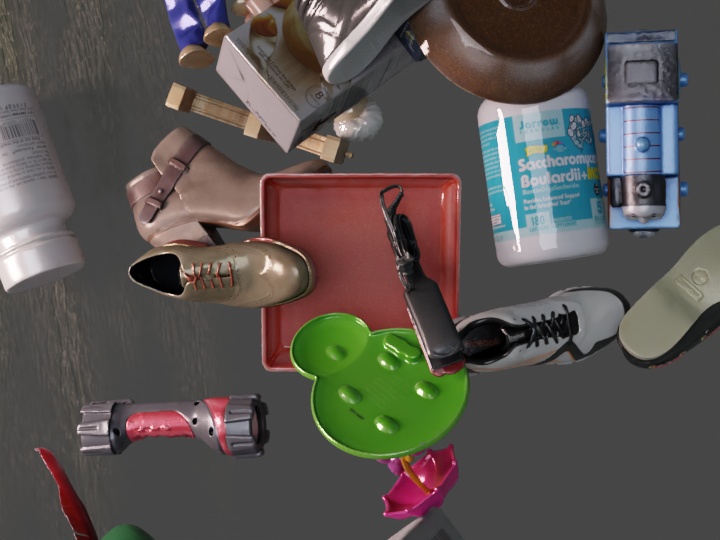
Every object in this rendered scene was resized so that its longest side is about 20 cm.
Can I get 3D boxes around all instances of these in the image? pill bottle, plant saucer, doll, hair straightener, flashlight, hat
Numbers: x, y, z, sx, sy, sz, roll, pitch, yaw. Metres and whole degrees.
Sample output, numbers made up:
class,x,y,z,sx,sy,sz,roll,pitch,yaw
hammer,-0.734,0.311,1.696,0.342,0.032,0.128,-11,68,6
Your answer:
class,x,y,z,sx,sy,sz,roll,pitch,yaw
pill bottle,-0.367,-0.085,1.474,0.114,0.114,0.201,-22,85,12
plant saucer,0.000,0.000,1.396,0.198,0.037,0.202,0,101,0
doll,-0.180,-0.316,1.448,0.136,0.048,0.201,-33,67,31
hair straightener,0.054,-0.004,1.300,0.041,0.077,0.201,-14,60,0
flashlight,-0.198,0.168,1.461,0.198,0.068,0.069,-6,92,12
plant saucer,0.141,-0.254,1.296,0.199,0.037,0.202,3,73,-11
hat,-0.245,0.298,1.498,0.165,0.177,0.201,-18,124,11
pill bottle,0.173,-0.109,1.347,0.110,0.111,0.202,-9,89,13

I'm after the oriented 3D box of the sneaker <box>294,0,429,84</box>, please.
class,x,y,z,sx,sy,sz,roll,pitch,yaw
sneaker,0.012,-0.271,1.259,0.200,0.071,0.099,-43,71,28

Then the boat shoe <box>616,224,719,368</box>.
class,x,y,z,sx,sy,sz,roll,pitch,yaw
boat shoe,0.331,0.019,1.338,0.201,0.063,0.074,-38,71,-3

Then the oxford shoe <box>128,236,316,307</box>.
class,x,y,z,sx,sy,sz,roll,pitch,yaw
oxford shoe,-0.136,0.008,1.357,0.199,0.075,0.071,-1,100,32

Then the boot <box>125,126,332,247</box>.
class,x,y,z,sx,sy,sz,roll,pitch,yaw
boot,-0.147,-0.093,1.450,0.200,0.070,0.146,-38,71,-1

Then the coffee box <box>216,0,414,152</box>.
class,x,y,z,sx,sy,sz,roll,pitch,yaw
coffee box,-0.027,-0.224,1.364,0.200,0.080,0.114,-39,83,-21

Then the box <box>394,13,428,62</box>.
class,x,y,z,sx,sy,sz,roll,pitch,yaw
box,0.092,-0.316,1.350,0.199,0.051,0.158,-33,81,-19

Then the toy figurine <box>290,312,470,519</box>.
class,x,y,z,sx,sy,sz,roll,pitch,yaw
toy figurine,0.025,0.160,1.364,0.150,0.185,0.200,-39,51,-22

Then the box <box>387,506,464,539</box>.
class,x,y,z,sx,sy,sz,roll,pitch,yaw
box,0.049,0.368,1.334,0.171,0.199,0.201,-37,83,11

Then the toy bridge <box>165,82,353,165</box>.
class,x,y,z,sx,sy,sz,roll,pitch,yaw
toy bridge,-0.098,-0.148,1.433,0.199,0.067,0.027,20,95,14

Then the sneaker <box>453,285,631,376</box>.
class,x,y,z,sx,sy,sz,roll,pitch,yaw
sneaker,0.171,0.063,1.352,0.199,0.080,0.074,-15,87,-3

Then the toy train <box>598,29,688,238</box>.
class,x,y,z,sx,sy,sz,roll,pitch,yaw
toy train,0.268,-0.132,1.322,0.086,0.114,0.202,0,90,14

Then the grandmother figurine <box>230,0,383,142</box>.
class,x,y,z,sx,sy,sz,roll,pitch,yaw
grandmother figurine,-0.050,-0.210,1.428,0.121,0.061,0.200,-43,79,17
